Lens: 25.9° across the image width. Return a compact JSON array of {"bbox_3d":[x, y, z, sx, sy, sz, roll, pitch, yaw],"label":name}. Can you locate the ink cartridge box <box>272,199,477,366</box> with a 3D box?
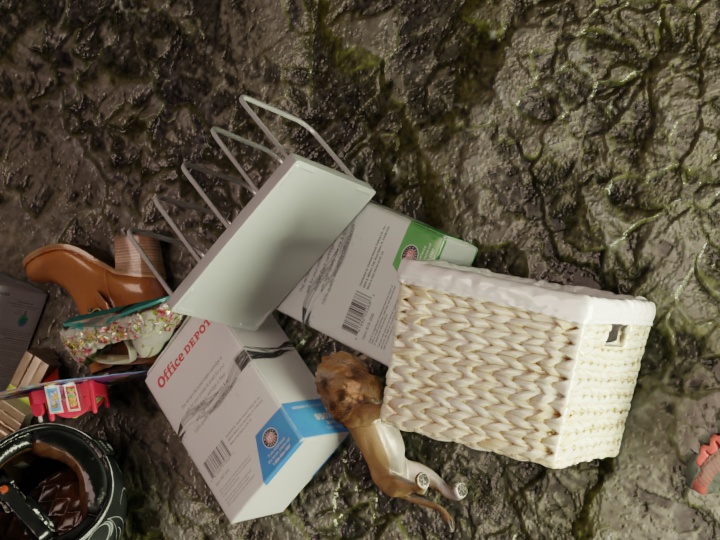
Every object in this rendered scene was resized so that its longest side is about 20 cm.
[{"bbox_3d":[0.000,0.000,1.634,0.200,0.083,0.147,26,96,30],"label":"ink cartridge box"}]

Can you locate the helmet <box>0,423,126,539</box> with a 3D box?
[{"bbox_3d":[-0.359,0.270,1.737,0.191,0.199,0.201,120,133,-60],"label":"helmet"}]

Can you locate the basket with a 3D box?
[{"bbox_3d":[0.149,0.084,1.469,0.199,0.198,0.162,10,92,28],"label":"basket"}]

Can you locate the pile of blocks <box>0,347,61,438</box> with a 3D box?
[{"bbox_3d":[-0.406,0.185,1.838,0.062,0.082,0.200,32,76,13],"label":"pile of blocks"}]

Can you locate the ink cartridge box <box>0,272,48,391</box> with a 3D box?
[{"bbox_3d":[-0.474,0.099,1.863,0.076,0.136,0.201,21,93,33],"label":"ink cartridge box"}]

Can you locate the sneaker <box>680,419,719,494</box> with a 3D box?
[{"bbox_3d":[0.383,0.158,1.394,0.200,0.071,0.098,-34,65,20],"label":"sneaker"}]

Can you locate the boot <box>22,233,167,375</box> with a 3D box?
[{"bbox_3d":[-0.309,0.044,1.822,0.199,0.077,0.156,-6,83,22],"label":"boot"}]

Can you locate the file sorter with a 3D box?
[{"bbox_3d":[-0.117,-0.061,1.585,0.200,0.139,0.125,-48,59,16],"label":"file sorter"}]

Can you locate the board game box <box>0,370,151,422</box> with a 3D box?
[{"bbox_3d":[-0.320,0.146,1.732,0.158,0.199,0.039,-17,80,44],"label":"board game box"}]

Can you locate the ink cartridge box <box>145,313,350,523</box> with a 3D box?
[{"bbox_3d":[-0.124,0.143,1.667,0.145,0.084,0.200,-50,61,30],"label":"ink cartridge box"}]

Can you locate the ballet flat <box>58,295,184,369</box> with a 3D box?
[{"bbox_3d":[-0.249,0.067,1.709,0.199,0.076,0.064,-14,98,42],"label":"ballet flat"}]

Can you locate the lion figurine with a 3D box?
[{"bbox_3d":[0.024,0.174,1.586,0.122,0.072,0.201,-12,99,49],"label":"lion figurine"}]
